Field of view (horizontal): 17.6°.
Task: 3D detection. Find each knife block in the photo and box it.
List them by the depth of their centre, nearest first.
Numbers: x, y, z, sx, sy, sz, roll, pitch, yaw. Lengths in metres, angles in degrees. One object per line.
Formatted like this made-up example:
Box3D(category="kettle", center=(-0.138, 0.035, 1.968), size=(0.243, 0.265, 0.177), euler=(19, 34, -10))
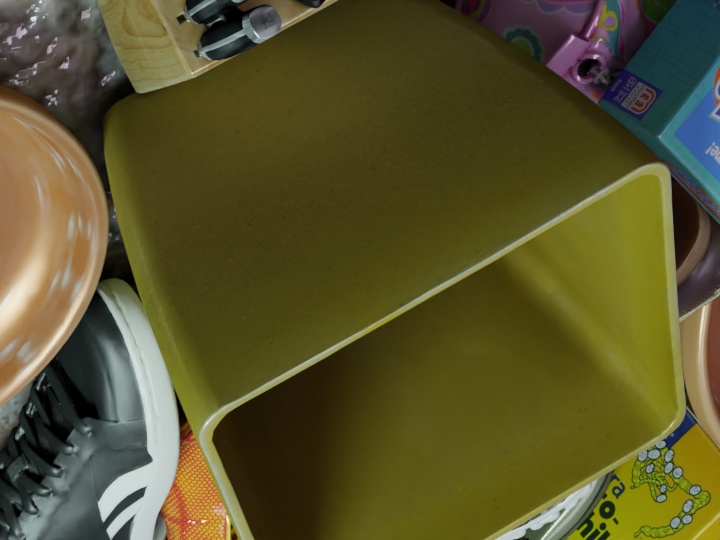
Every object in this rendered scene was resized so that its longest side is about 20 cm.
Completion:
Box3D(category="knife block", center=(-0.047, -0.099, 0.817), size=(0.064, 0.176, 0.201), euler=(-27, 142, -10))

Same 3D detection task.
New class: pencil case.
Box3D(category="pencil case", center=(0.125, -0.089, 1.041), size=(0.088, 0.088, 0.199), euler=(-49, 142, 16))

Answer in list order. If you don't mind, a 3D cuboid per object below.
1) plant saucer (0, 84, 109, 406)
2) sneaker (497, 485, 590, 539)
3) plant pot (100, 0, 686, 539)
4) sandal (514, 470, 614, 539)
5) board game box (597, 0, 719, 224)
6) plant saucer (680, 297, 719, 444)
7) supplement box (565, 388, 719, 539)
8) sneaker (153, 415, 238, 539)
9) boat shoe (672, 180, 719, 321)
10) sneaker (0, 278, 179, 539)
Box3D(category="plant saucer", center=(-0.197, 0.000, 0.920), size=(0.199, 0.038, 0.201), euler=(-21, 140, -18))
Box3D(category="sneaker", center=(0.050, 0.103, 1.181), size=(0.200, 0.074, 0.087), euler=(-41, 149, 13))
Box3D(category="plant pot", center=(0.000, 0.000, 0.954), size=(0.199, 0.177, 0.201), euler=(-29, 147, -9))
Box3D(category="sandal", center=(0.060, 0.150, 1.253), size=(0.057, 0.080, 0.202), euler=(16, 110, -52))
Box3D(category="board game box", center=(0.212, -0.105, 0.999), size=(0.201, 0.045, 0.152), euler=(-53, 132, 0))
Box3D(category="plant saucer", center=(0.232, 0.003, 1.205), size=(0.199, 0.037, 0.202), euler=(-19, 120, -36))
Box3D(category="supplement box", center=(0.142, 0.164, 1.303), size=(0.200, 0.110, 0.109), euler=(-47, 142, 13))
Box3D(category="sneaker", center=(-0.064, 0.124, 1.115), size=(0.073, 0.077, 0.201), euler=(-38, 153, -38))
Box3D(category="boat shoe", center=(0.100, 0.020, 1.108), size=(0.199, 0.071, 0.070), euler=(-24, 158, 34))
Box3D(category="sneaker", center=(-0.146, 0.096, 1.032), size=(0.111, 0.073, 0.201), euler=(-18, 141, -25))
